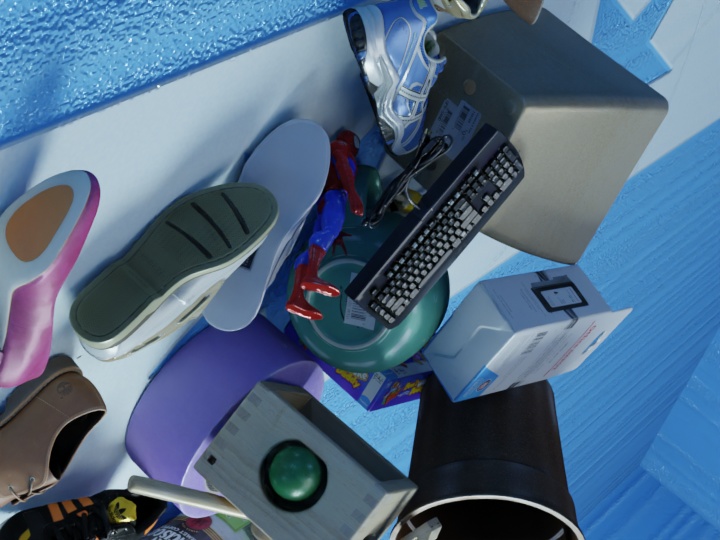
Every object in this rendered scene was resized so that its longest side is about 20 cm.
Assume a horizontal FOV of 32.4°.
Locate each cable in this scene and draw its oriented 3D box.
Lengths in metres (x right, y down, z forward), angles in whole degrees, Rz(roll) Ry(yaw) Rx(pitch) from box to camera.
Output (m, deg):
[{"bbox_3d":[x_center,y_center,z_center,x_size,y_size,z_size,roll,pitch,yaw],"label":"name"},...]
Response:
[{"bbox_3d":[0.066,-0.058,1.362,0.199,0.050,0.098,-13,137,-53],"label":"cable"}]

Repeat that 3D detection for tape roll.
[{"bbox_3d":[-0.135,0.147,1.257,0.200,0.085,0.201,-40,155,-23],"label":"tape roll"}]

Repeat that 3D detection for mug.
[{"bbox_3d":[-0.005,0.010,1.212,0.152,0.186,0.114,-37,178,18],"label":"mug"}]

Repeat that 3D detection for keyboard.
[{"bbox_3d":[0.060,-0.047,1.104,0.200,0.021,0.127,-50,131,0],"label":"keyboard"}]

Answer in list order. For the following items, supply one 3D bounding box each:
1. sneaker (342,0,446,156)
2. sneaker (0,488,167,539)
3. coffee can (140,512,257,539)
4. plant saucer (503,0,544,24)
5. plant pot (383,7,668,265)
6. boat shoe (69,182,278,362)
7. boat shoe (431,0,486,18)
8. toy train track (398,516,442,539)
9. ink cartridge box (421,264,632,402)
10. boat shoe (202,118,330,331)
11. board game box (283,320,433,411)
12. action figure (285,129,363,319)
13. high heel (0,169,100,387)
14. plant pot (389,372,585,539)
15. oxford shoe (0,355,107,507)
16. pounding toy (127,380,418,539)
[{"bbox_3d":[0.041,-0.169,1.103,0.077,0.076,0.200,-20,156,0],"label":"sneaker"},{"bbox_3d":[-0.257,0.236,1.149,0.090,0.070,0.200,-30,169,20],"label":"sneaker"},{"bbox_3d":[-0.171,0.338,1.391,0.199,0.146,0.147,-25,146,-46],"label":"coffee can"},{"bbox_3d":[0.140,-0.309,1.036,0.200,0.034,0.202,-176,-90,-90],"label":"plant saucer"},{"bbox_3d":[0.144,-0.140,1.235,0.176,0.200,0.201,-1,128,-45],"label":"plant pot"},{"bbox_3d":[-0.153,0.000,1.037,0.199,0.075,0.069,-36,159,-16],"label":"boat shoe"},{"bbox_3d":[0.080,-0.291,1.005,0.075,0.068,0.200,-37,152,-16],"label":"boat shoe"},{"bbox_3d":[0.002,0.300,1.182,0.200,0.033,0.114,-38,165,24],"label":"toy train track"},{"bbox_3d":[0.173,0.060,1.262,0.199,0.068,0.116,-7,145,-44],"label":"ink cartridge box"},{"bbox_3d":[-0.088,-0.044,1.101,0.201,0.073,0.065,-60,-173,7],"label":"boat shoe"},{"bbox_3d":[0.022,0.088,1.392,0.200,0.134,0.045,-4,130,-60],"label":"board game box"},{"bbox_3d":[-0.025,-0.051,1.111,0.066,0.051,0.201,119,-18,-52],"label":"action figure"},{"bbox_3d":[-0.226,0.010,0.901,0.096,0.067,0.200,12,120,-53],"label":"high heel"},{"bbox_3d":[0.135,0.212,1.306,0.201,0.199,0.199,103,-5,-46],"label":"plant pot"},{"bbox_3d":[-0.290,0.167,1.024,0.200,0.071,0.071,-49,158,-1],"label":"oxford shoe"},{"bbox_3d":[-0.074,0.199,1.142,0.143,0.184,0.200,-52,165,2],"label":"pounding toy"}]
